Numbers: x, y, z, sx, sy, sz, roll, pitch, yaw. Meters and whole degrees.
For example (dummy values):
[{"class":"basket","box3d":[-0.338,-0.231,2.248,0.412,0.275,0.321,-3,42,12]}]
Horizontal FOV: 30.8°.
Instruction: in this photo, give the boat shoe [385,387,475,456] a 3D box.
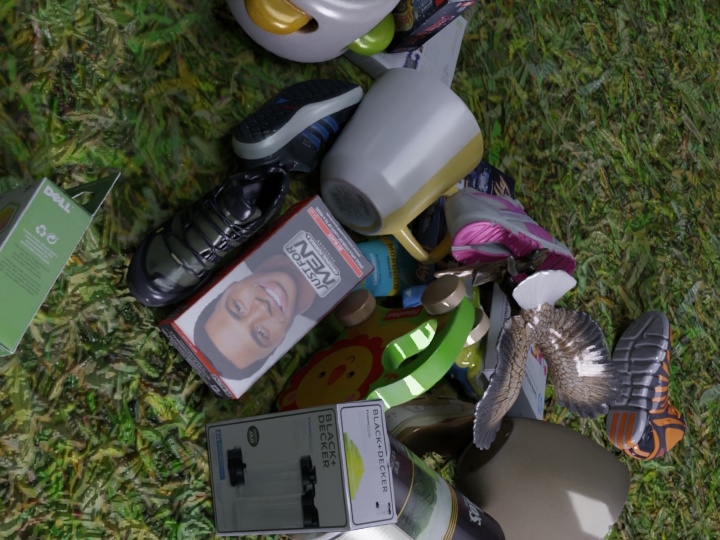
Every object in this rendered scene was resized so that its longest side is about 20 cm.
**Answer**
[{"class":"boat shoe","box3d":[0.082,0.164,1.462,0.066,0.074,0.200,49,20,25]}]

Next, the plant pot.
[{"class":"plant pot","box3d":[0.184,0.243,1.473,0.134,0.200,0.200,46,51,-10]}]

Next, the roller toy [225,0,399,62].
[{"class":"roller toy","box3d":[-0.047,-0.327,1.385,0.200,0.140,0.183,-4,76,-31]}]

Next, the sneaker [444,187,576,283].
[{"class":"sneaker","box3d":[0.166,-0.038,1.447,0.200,0.081,0.088,30,33,-43]}]

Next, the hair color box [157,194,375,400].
[{"class":"hair color box","box3d":[-0.091,0.026,1.295,0.200,0.061,0.102,-44,103,-23]}]

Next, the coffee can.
[{"class":"coffee can","box3d":[0.033,0.263,1.343,0.200,0.146,0.147,42,54,-29]}]

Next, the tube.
[{"class":"tube","box3d":[0.000,0.000,1.448,0.200,0.050,0.078,-8,96,-51]}]

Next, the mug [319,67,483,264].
[{"class":"mug","box3d":[0.047,-0.108,1.438,0.186,0.149,0.153,39,62,5]}]

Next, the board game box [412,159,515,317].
[{"class":"board game box","box3d":[0.126,-0.043,1.571,0.135,0.035,0.201,27,60,-39]}]

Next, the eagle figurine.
[{"class":"eagle figurine","box3d":[0.183,0.080,1.383,0.151,0.151,0.201,-9,86,-57]}]

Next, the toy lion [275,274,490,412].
[{"class":"toy lion","box3d":[0.010,0.100,1.319,0.069,0.200,0.192,53,49,-25]}]

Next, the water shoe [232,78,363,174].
[{"class":"water shoe","box3d":[-0.069,-0.147,1.410,0.200,0.071,0.079,-36,133,-44]}]

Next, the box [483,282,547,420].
[{"class":"box","box3d":[0.192,0.065,1.559,0.156,0.041,0.200,59,36,-53]}]

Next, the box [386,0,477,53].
[{"class":"box","box3d":[0.064,-0.331,1.429,0.038,0.200,0.137,-9,86,-18]}]

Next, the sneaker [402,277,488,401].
[{"class":"sneaker","box3d":[0.095,0.078,1.507,0.076,0.105,0.200,-78,160,-45]}]

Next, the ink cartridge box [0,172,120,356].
[{"class":"ink cartridge box","box3d":[-0.298,-0.019,1.120,0.059,0.104,0.200,44,54,-29]}]

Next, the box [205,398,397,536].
[{"class":"box","box3d":[-0.060,0.188,1.234,0.060,0.200,0.117,1,81,-44]}]

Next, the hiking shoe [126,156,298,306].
[{"class":"hiking shoe","box3d":[-0.145,-0.046,1.255,0.076,0.101,0.200,45,60,3]}]

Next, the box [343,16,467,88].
[{"class":"box","box3d":[0.039,-0.292,1.556,0.200,0.036,0.145,35,59,-35]}]

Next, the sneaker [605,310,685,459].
[{"class":"sneaker","box3d":[0.396,0.162,1.775,0.112,0.077,0.200,31,71,-40]}]
